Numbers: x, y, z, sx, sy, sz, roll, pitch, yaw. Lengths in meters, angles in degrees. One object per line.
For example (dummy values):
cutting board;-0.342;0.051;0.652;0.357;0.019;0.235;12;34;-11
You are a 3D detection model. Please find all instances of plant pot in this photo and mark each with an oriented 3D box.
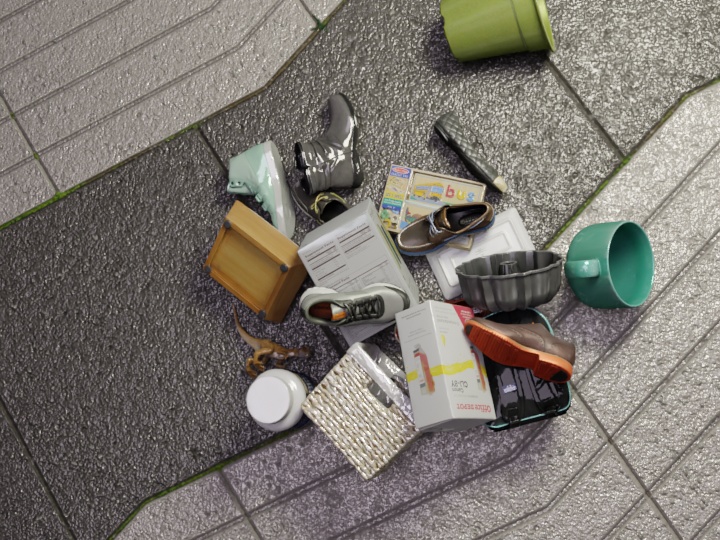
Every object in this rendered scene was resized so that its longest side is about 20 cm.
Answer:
plant pot;0.258;-0.491;1.653;0.186;0.199;0.205;-14;79;21

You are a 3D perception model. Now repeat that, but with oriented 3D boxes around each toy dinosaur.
toy dinosaur;-0.193;0.155;1.697;0.196;0.061;0.107;21;49;14

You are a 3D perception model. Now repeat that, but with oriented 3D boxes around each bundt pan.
bundt pan;0.271;0.022;1.546;0.197;0.202;0.078;-8;101;9

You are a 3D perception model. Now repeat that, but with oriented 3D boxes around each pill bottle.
pill bottle;-0.145;0.240;1.593;0.108;0.200;0.114;-1;82;9

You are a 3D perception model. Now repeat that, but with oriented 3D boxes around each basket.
basket;0.022;0.255;1.564;0.161;0.200;0.198;-45;78;3

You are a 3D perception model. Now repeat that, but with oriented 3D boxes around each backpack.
backpack;0.281;0.174;1.551;0.172;0.153;0.204;-17;80;10

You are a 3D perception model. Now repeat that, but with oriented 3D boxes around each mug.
mug;0.431;-0.016;1.542;0.113;0.184;0.155;-5;57;50

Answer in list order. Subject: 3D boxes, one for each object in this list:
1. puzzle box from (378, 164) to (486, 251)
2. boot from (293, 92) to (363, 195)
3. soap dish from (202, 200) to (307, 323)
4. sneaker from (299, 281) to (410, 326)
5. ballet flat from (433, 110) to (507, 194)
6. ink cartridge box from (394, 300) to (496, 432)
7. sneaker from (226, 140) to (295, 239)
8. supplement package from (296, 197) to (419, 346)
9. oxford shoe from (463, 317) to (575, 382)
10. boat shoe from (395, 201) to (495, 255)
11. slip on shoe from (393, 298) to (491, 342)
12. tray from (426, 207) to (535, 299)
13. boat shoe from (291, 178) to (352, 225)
puzzle box;0.137;-0.124;1.674;0.196;0.025;0.136;13;79;16
boot;-0.071;-0.253;1.691;0.129;0.070;0.205;-6;77;-25
soap dish;-0.207;-0.013;1.677;0.199;0.081;0.159;36;115;12
sneaker;-0.011;0.068;1.489;0.195;0.079;0.076;-4;104;2
ballet flat;0.219;-0.230;1.667;0.057;0.067;0.201;-38;78;-3
ink cartridge box;0.147;0.166;1.469;0.082;0.144;0.204;-22;68;34
sneaker;-0.204;-0.146;1.730;0.116;0.074;0.205;-17;82;15
supplement package;0.000;0.000;1.591;0.149;0.152;0.203;-28;101;9
oxford shoe;0.271;0.121;1.463;0.197;0.072;0.073;25;57;4
boat shoe;0.154;-0.089;1.609;0.196;0.072;0.074;-21;72;7
slip on shoe;0.156;0.093;1.634;0.196;0.061;0.076;-15;81;9
tray;0.232;-0.033;1.658;0.197;0.022;0.109;-26;79;5
boat shoe;-0.061;-0.122;1.703;0.200;0.061;0.072;37;89;13
